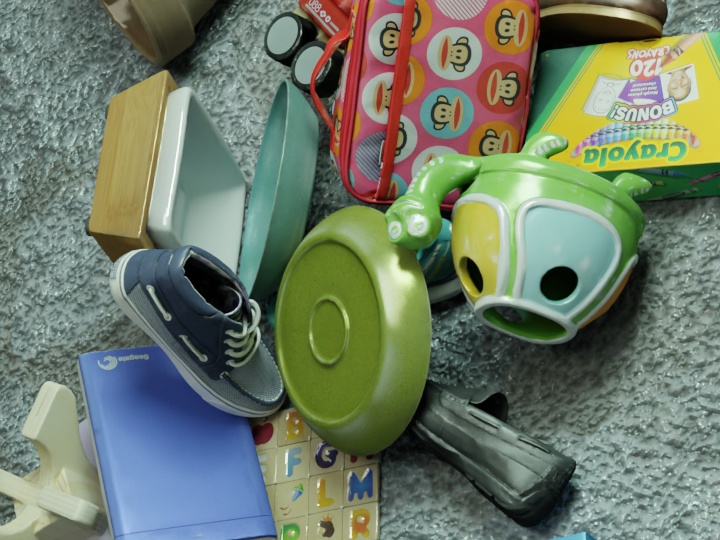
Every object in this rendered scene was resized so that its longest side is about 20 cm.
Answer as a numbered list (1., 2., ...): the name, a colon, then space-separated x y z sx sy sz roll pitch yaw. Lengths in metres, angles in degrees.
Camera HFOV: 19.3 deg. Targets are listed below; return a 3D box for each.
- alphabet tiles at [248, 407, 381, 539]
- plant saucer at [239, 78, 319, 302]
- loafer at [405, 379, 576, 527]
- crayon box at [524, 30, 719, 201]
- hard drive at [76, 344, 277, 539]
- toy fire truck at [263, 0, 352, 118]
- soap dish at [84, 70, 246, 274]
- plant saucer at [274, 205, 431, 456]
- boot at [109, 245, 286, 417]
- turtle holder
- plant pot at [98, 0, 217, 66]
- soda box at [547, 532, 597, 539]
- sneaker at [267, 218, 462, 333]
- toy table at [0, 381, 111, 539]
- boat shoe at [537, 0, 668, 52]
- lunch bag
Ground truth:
1. alphabet tiles: -0.056 0.204 1.746 0.166 0.006 0.200 -14 59 28
2. plant saucer: -0.067 -0.063 1.812 0.036 0.200 0.200 10 65 -9
3. loafer: 0.086 0.122 1.658 0.070 0.068 0.201 -47 54 -7
4. crayon box: 0.234 -0.120 1.687 0.200 0.058 0.119 -3 64 32
5. hard drive: -0.155 0.149 1.771 0.132 0.025 0.200 -6 54 -15
6. toy fire truck: 0.046 -0.213 1.839 0.200 0.129 0.176 -52 49 13
7. soap dish: -0.165 -0.055 1.827 0.081 0.200 0.158 0 65 14
8. plant saucer: -0.015 0.048 1.688 0.200 0.031 0.200 -1 89 55
9. boot: -0.111 0.053 1.727 0.090 0.200 0.073 -7 51 46
10. turtle holder: 0.127 -0.026 1.627 0.141 0.185 0.132 -6 61 45
11. plant pot: -0.177 -0.321 2.005 0.175 0.200 0.200 -36 49 -10
12. soda box: 0.093 0.254 1.582 0.200 0.064 0.068 -16 58 26
13. sneaker: 0.000 0.000 1.766 0.200 0.080 0.078 -25 55 26
14. toy table: -0.266 0.196 1.820 0.184 0.117 0.200 2 68 35
15. boat shoe: 0.177 -0.223 1.752 0.200 0.070 0.070 7 73 50
16. lunch bag: 0.048 -0.152 1.717 0.082 0.176 0.200 -114 30 -71
